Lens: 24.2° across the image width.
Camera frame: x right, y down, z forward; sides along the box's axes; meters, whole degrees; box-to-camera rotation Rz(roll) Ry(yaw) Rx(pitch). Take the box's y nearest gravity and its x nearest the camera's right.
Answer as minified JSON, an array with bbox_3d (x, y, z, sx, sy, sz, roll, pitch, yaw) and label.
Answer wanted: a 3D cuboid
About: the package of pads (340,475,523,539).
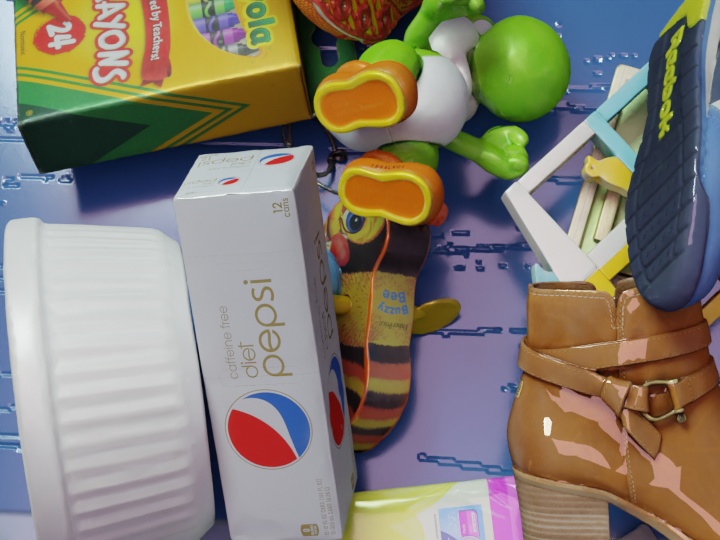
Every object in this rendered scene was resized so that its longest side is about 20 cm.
[{"bbox_3d":[0.032,0.200,0.943,0.199,0.068,0.155,-6,78,3],"label":"package of pads"}]

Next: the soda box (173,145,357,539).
[{"bbox_3d":[-0.047,0.041,0.880,0.063,0.068,0.201,-4,112,9],"label":"soda box"}]

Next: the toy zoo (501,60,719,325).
[{"bbox_3d":[0.172,-0.039,0.934,0.200,0.020,0.131,-42,86,-8],"label":"toy zoo"}]

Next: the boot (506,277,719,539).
[{"bbox_3d":[0.177,0.078,0.883,0.199,0.074,0.156,-1,95,-5],"label":"boot"}]

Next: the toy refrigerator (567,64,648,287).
[{"bbox_3d":[0.155,-0.010,0.973,0.076,0.070,0.201,17,82,6],"label":"toy refrigerator"}]

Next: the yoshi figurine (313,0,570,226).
[{"bbox_3d":[0.058,-0.101,0.936,0.112,0.200,0.113,39,123,3],"label":"yoshi figurine"}]

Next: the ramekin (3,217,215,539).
[{"bbox_3d":[-0.136,0.068,0.920,0.094,0.202,0.203,-6,79,-8],"label":"ramekin"}]

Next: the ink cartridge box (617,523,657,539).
[{"bbox_3d":[0.204,0.223,0.897,0.067,0.117,0.200,-40,77,35],"label":"ink cartridge box"}]

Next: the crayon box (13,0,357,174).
[{"bbox_3d":[-0.105,-0.139,1.002,0.199,0.051,0.127,-12,54,1],"label":"crayon box"}]

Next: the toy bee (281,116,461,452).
[{"bbox_3d":[0.000,0.000,0.952,0.131,0.108,0.201,-21,93,-44],"label":"toy bee"}]

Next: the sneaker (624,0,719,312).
[{"bbox_3d":[0.191,-0.063,0.870,0.082,0.074,0.201,24,59,-13],"label":"sneaker"}]

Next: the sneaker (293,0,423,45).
[{"bbox_3d":[-0.010,-0.170,0.961,0.077,0.200,0.073,6,103,15],"label":"sneaker"}]
